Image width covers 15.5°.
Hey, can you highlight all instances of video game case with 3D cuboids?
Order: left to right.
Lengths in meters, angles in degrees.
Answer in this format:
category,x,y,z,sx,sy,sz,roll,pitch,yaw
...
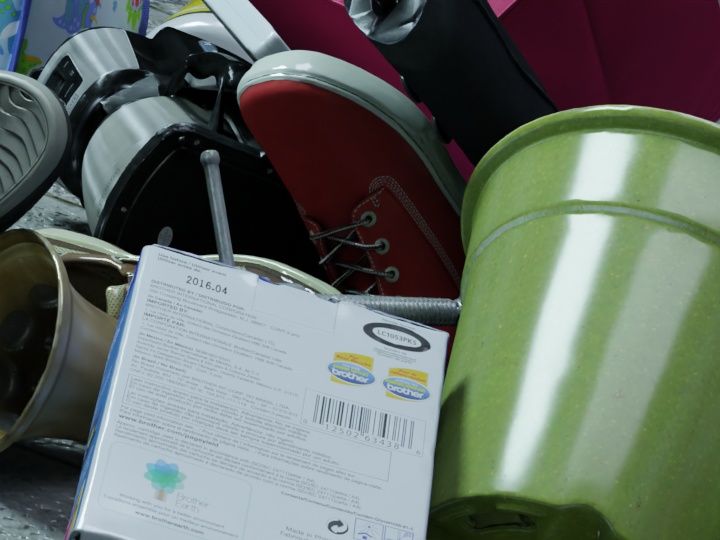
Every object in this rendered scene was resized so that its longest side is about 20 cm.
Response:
category,x,y,z,sx,sy,sz,roll,pitch,yaw
video game case,-0.023,-0.085,1.393,0.200,0.018,0.143,49,0,-39

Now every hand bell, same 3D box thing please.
category,x,y,z,sx,sy,sz,roll,pitch,yaw
hand bell,-0.087,0.060,1.194,0.200,0.104,0.104,21,12,-38

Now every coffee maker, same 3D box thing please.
category,x,y,z,sx,sy,sz,roll,pitch,yaw
coffee maker,-0.079,-0.033,1.425,0.192,0.135,0.200,47,3,-29

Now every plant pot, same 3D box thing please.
category,x,y,z,sx,sy,sz,roll,pitch,yaw
plant pot,0.106,0.067,1.130,0.199,0.200,0.190,21,52,8

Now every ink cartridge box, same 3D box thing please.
category,x,y,z,sx,sy,sz,roll,pitch,yaw
ink cartridge box,-0.040,0.074,1.054,0.136,0.076,0.200,17,41,-7

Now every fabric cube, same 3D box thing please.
category,x,y,z,sx,sy,sz,roll,pitch,yaw
fabric cube,0.072,-0.146,1.513,0.200,0.200,0.196,-43,49,-20

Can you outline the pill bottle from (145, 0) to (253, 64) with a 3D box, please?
category,x,y,z,sx,sy,sz,roll,pitch,yaw
pill bottle,-0.080,-0.122,1.681,0.112,0.113,0.200,19,17,4

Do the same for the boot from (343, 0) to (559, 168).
category,x,y,z,sx,sy,sz,roll,pitch,yaw
boot,0.063,-0.064,1.243,0.200,0.065,0.165,56,11,-48

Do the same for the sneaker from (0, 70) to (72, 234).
category,x,y,z,sx,sy,sz,roll,pitch,yaw
sneaker,-0.190,-0.036,1.206,0.200,0.075,0.106,-24,-10,30

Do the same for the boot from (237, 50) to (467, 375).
category,x,y,z,sx,sy,sz,roll,pitch,yaw
boot,0.000,0.000,1.277,0.072,0.145,0.200,-13,-45,37

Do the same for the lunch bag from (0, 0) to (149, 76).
category,x,y,z,sx,sy,sz,roll,pitch,yaw
lunch bag,-0.204,-0.182,1.593,0.127,0.201,0.170,24,18,16

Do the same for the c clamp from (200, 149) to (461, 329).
category,x,y,z,sx,sy,sz,roll,pitch,yaw
c clamp,0.011,0.041,1.211,0.199,0.172,0.027,10,-18,-43

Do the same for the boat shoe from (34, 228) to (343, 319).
category,x,y,z,sx,sy,sz,roll,pitch,yaw
boat shoe,-0.098,0.028,1.252,0.202,0.075,0.075,8,10,25
